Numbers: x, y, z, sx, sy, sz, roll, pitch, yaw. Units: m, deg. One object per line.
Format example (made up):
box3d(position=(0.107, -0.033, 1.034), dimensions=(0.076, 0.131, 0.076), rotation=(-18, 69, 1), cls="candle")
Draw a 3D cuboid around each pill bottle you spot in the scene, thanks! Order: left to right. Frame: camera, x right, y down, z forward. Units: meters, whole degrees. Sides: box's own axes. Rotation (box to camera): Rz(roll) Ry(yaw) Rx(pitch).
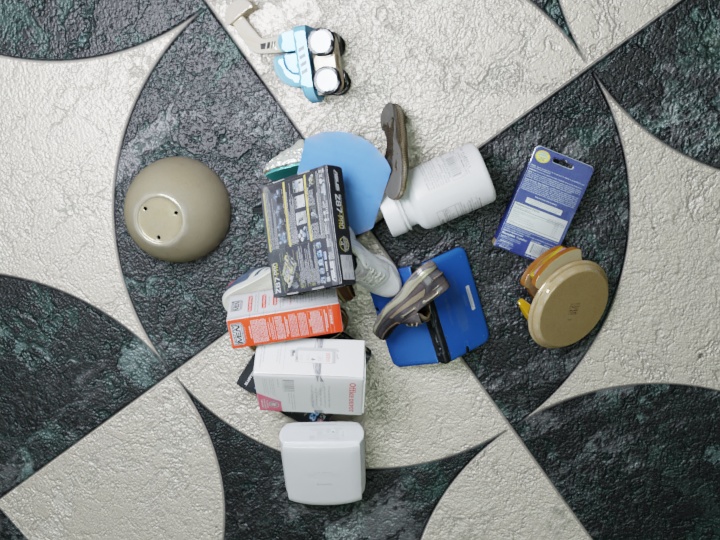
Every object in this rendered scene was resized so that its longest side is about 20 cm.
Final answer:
box3d(position=(0.134, -0.140, 1.319), dimensions=(0.198, 0.114, 0.115), rotation=(-23, 101, 7), cls="pill bottle")

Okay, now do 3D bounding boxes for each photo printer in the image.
box3d(position=(-0.072, 0.390, 1.442), dimensions=(0.165, 0.070, 0.201), rotation=(0, 127, 0), cls="photo printer")

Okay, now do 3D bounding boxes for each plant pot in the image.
box3d(position=(-0.348, -0.103, 1.333), dimensions=(0.198, 0.135, 0.202), rotation=(0, 103, 1), cls="plant pot")

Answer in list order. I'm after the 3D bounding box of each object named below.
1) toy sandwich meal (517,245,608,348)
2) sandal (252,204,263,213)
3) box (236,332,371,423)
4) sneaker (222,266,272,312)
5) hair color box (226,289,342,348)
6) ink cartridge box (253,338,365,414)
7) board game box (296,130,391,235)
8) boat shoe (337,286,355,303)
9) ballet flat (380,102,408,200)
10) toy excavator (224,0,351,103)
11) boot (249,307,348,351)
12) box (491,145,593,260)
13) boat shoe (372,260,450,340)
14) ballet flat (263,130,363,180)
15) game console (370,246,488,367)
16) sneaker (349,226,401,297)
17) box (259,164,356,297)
box3d(position=(0.379, 0.053, 1.372), dimensions=(0.203, 0.070, 0.207), rotation=(-13, 121, -22), cls="toy sandwich meal")
box3d(position=(-0.109, -0.152, 1.348), dimensions=(0.199, 0.075, 0.048), rotation=(-19, 103, -4), cls="sandal")
box3d(position=(-0.111, 0.191, 1.435), dimensions=(0.198, 0.050, 0.201), rotation=(32, 101, -6), cls="box")
box3d(position=(-0.167, 0.016, 1.379), dimensions=(0.198, 0.085, 0.076), rotation=(-18, 114, 0), cls="sneaker")
box3d(position=(-0.135, 0.077, 1.307), dimensions=(0.198, 0.102, 0.062), rotation=(-8, 114, -2), cls="hair color box")
box3d(position=(-0.090, 0.196, 1.338), dimensions=(0.198, 0.083, 0.147), rotation=(2, 143, 0), cls="ink cartridge box")
box3d(position=(-0.034, -0.158, 1.291), dimensions=(0.157, 0.039, 0.201), rotation=(17, 123, -1), cls="board game box")
box3d(position=(-0.044, -0.036, 1.369), dimensions=(0.067, 0.072, 0.202), rotation=(-18, 102, 4), cls="boat shoe")
box3d(position=(0.068, -0.212, 1.293), dimensions=(0.046, 0.202, 0.067), rotation=(14, 147, -30), cls="ballet flat")
box3d(position=(-0.132, -0.390, 1.288), dimensions=(0.198, 0.100, 0.196), rotation=(-6, 101, 12), cls="toy excavator")
box3d(position=(-0.122, 0.114, 1.359), dimensions=(0.198, 0.075, 0.074), rotation=(-14, 101, 4), cls="boot")
box3d(position=(0.340, -0.120, 1.358), dimensions=(0.120, 0.032, 0.202), rotation=(21, 105, -3), cls="box")
box3d(position=(0.092, 0.071, 1.328), dimensions=(0.073, 0.074, 0.200), rotation=(44, 129, 11), cls="boat shoe")
box3d(position=(-0.083, -0.214, 1.343), dimensions=(0.198, 0.072, 0.072), rotation=(-10, 102, 2), cls="ballet flat")
box3d(position=(0.133, 0.072, 1.417), dimensions=(0.170, 0.118, 0.202), rotation=(-24, 103, -25), cls="game console")
box3d(position=(0.000, 0.000, 1.309), dimensions=(0.075, 0.100, 0.200), rotation=(-40, 120, 21), cls="sneaker")
box3d(position=(-0.092, -0.063, 1.238), dimensions=(0.160, 0.049, 0.202), rotation=(-13, 83, 36), cls="box")
